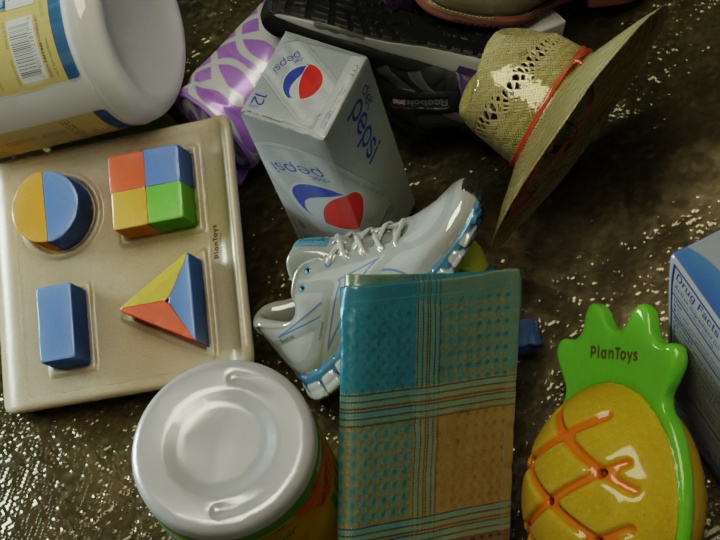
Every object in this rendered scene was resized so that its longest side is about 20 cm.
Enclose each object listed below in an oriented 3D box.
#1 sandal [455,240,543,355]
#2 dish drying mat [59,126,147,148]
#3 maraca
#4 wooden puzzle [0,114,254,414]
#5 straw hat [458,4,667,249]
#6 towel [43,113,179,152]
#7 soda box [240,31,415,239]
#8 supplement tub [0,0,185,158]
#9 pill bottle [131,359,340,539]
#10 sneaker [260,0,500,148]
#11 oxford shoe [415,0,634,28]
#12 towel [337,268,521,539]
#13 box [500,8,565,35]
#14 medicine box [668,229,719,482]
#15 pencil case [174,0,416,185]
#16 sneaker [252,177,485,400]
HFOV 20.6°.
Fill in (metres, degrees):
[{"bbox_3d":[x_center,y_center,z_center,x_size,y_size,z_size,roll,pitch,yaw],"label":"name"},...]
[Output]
[{"bbox_3d":[0.056,0.081,1.309,0.087,0.079,0.200,30,79,-4],"label":"sandal"},{"bbox_3d":[-0.162,-0.051,1.458,0.077,0.018,0.200,-32,61,-4],"label":"dish drying mat"},{"bbox_3d":[0.157,0.121,1.225,0.137,0.107,0.201,0,87,53],"label":"maraca"},{"bbox_3d":[-0.175,-0.006,1.379,0.199,0.046,0.186,-12,75,19],"label":"wooden puzzle"},{"bbox_3d":[0.114,-0.118,1.321,0.085,0.201,0.201,35,74,10],"label":"straw hat"},{"bbox_3d":[-0.193,-0.107,1.476,0.086,0.018,0.200,-43,61,-7],"label":"towel"},{"bbox_3d":[-0.018,-0.073,1.332,0.063,0.200,0.068,19,69,20],"label":"soda box"},{"bbox_3d":[-0.241,-0.158,1.410,0.199,0.145,0.145,-11,60,22],"label":"supplement tub"},{"bbox_3d":[-0.062,0.145,1.226,0.111,0.200,0.111,-5,62,10],"label":"pill bottle"},{"bbox_3d":[0.021,-0.136,1.394,0.199,0.088,0.076,15,28,-4],"label":"sneaker"},{"bbox_3d":[0.127,-0.226,1.412,0.200,0.075,0.071,-16,53,-27],"label":"oxford shoe"},{"bbox_3d":[0.041,0.099,1.227,0.022,0.146,0.201,6,95,49],"label":"towel"},{"bbox_3d":[0.074,-0.226,1.479,0.041,0.039,0.200,-25,57,-29],"label":"box"},{"bbox_3d":[0.272,0.084,1.179,0.103,0.200,0.182,-26,60,-8],"label":"medicine box"},{"bbox_3d":[-0.045,-0.163,1.454,0.200,0.086,0.084,-44,49,-12],"label":"pencil case"},{"bbox_3d":[0.000,0.000,1.298,0.087,0.075,0.200,40,119,-8],"label":"sneaker"}]
